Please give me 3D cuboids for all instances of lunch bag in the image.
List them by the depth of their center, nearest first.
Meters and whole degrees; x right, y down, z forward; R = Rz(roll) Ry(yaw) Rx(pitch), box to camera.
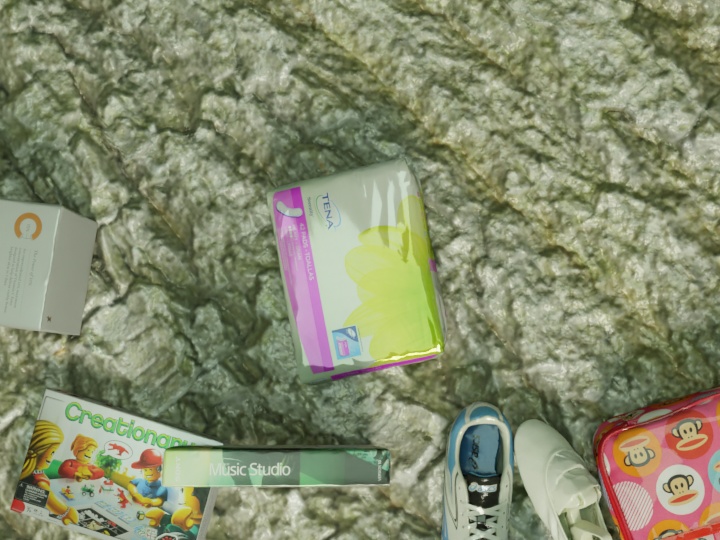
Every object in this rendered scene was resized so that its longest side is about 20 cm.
[{"bbox_3d":[0.328,0.202,0.938,0.198,0.082,0.178,-20,85,6],"label":"lunch bag"}]

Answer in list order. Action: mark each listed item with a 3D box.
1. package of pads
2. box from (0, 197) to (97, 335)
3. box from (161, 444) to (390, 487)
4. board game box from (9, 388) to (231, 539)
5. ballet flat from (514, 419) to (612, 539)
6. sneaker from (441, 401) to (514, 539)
[{"bbox_3d":[0.000,0.000,1.003,0.153,0.068,0.203,-12,83,6],"label":"package of pads"},{"bbox_3d":[-0.388,-0.009,1.038,0.197,0.097,0.126,8,84,8],"label":"box"},{"bbox_3d":[-0.078,0.179,0.935,0.197,0.144,0.037,0,82,-7],"label":"box"},{"bbox_3d":[-0.243,0.208,1.027,0.198,0.035,0.128,15,85,8],"label":"board game box"},{"bbox_3d":[0.207,0.232,0.945,0.069,0.069,0.202,-20,86,4],"label":"ballet flat"},{"bbox_3d":[0.112,0.227,0.963,0.071,0.072,0.203,-1,85,5],"label":"sneaker"}]
